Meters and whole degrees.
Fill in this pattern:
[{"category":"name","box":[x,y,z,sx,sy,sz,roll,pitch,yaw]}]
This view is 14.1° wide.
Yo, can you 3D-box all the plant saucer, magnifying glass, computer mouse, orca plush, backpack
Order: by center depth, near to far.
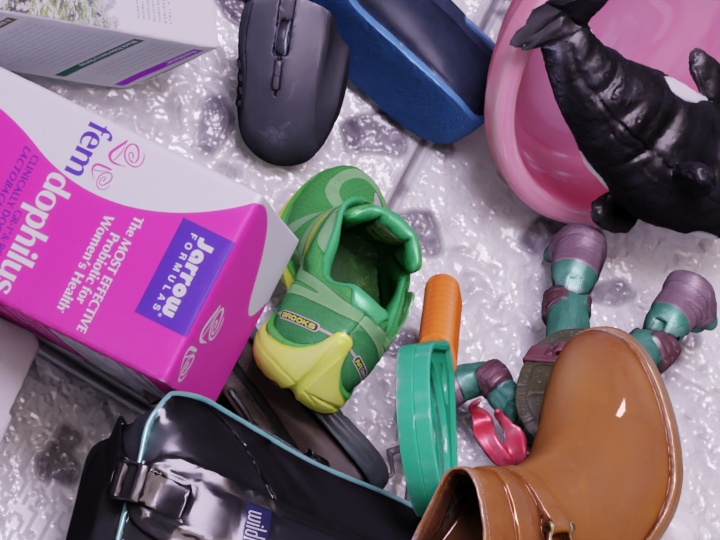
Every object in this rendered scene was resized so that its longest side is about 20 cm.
[{"category":"backpack","box":[-0.048,0.174,1.358,0.200,0.153,0.176,20,59,-15]},{"category":"magnifying glass","box":[0.035,0.052,1.407,0.022,0.200,0.080,-7,113,9]},{"category":"computer mouse","box":[-0.036,-0.147,1.491,0.058,0.201,0.034,6,20,11]},{"category":"orca plush","box":[0.163,-0.073,1.496,0.105,0.071,0.200,-41,131,-14]},{"category":"plant saucer","box":[0.146,-0.118,1.546,0.200,0.201,0.051,-15,41,-25]}]

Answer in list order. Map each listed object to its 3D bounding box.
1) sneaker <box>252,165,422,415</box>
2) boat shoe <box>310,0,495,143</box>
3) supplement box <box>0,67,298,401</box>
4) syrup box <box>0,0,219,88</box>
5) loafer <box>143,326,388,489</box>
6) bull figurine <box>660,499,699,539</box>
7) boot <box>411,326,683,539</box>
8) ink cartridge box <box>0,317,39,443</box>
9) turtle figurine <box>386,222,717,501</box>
[{"category":"sneaker","box":[0.000,0.000,1.450,0.074,0.084,0.200,39,23,-16]},{"category":"boat shoe","box":[-0.006,-0.153,1.556,0.200,0.084,0.069,48,52,-17]},{"category":"supplement box","box":[-0.144,-0.023,1.380,0.200,0.103,0.101,25,83,12]},{"category":"syrup box","box":[-0.170,-0.147,1.438,0.200,0.081,0.079,6,72,-45]},{"category":"loafer","box":[-0.074,0.056,1.444,0.200,0.072,0.063,43,67,-3]},{"category":"bull figurine","box":[0.121,0.207,1.429,0.065,0.121,0.201,15,65,-16]},{"category":"boot","box":[0.081,0.106,1.340,0.155,0.074,0.201,27,61,-52]},{"category":"ink cartridge box","box":[-0.242,0.102,1.360,0.116,0.068,0.200,27,64,-9]},{"category":"turtle figurine","box":[0.108,0.072,1.494,0.150,0.101,0.200,35,55,-8]}]
